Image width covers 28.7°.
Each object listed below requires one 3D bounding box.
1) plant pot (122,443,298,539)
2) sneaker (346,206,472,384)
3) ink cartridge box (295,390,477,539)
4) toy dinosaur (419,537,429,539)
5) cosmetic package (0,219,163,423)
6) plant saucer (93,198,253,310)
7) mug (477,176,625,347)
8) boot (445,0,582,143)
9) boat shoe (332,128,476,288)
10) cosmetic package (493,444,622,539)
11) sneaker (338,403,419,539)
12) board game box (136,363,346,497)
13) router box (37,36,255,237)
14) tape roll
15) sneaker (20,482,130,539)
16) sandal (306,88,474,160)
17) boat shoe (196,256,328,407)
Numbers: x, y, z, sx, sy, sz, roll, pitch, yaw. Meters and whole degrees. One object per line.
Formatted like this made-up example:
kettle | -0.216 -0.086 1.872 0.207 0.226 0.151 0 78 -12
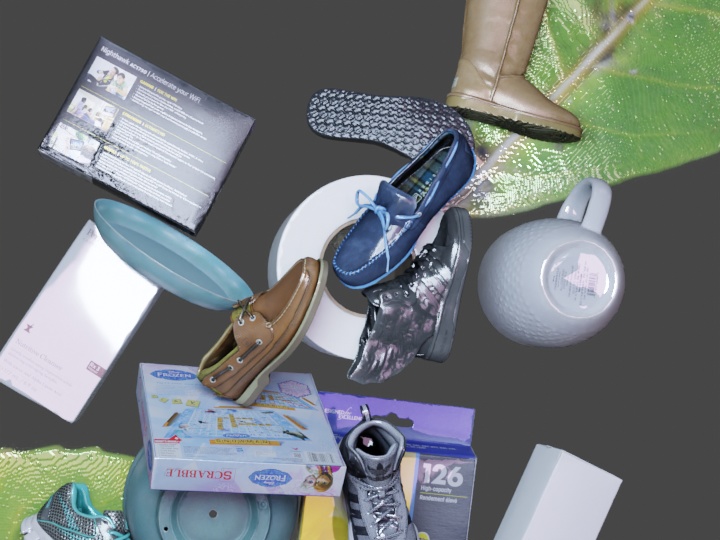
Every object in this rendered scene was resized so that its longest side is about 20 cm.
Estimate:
plant pot | -0.162 0.261 1.542 0.200 0.134 0.201 0 88 -7
sneaker | 0.051 0.025 1.478 0.104 0.060 0.200 10 90 -12
ink cartridge box | 0.031 0.248 1.613 0.197 0.047 0.200 7 88 -9
toy dinosaur | 0.050 0.348 1.549 0.200 0.058 0.101 8 69 -13
cosmetic package | -0.306 0.057 1.557 0.113 0.081 0.200 31 85 -4
plant saucer | -0.206 -0.012 1.519 0.200 0.200 0.027 32 98 -5
mug | 0.231 -0.011 1.585 0.148 0.175 0.200 22 85 -7
boot | 0.197 -0.264 1.648 0.175 0.066 0.200 16 83 -9
boat shoe | 0.036 -0.073 1.468 0.084 0.069 0.200 28 72 31
cosmetic package | 0.208 0.306 1.605 0.085 0.108 0.200 27 86 -6
sneaker | 0.020 0.242 1.501 0.075 0.114 0.200 -11 58 -11
board game box | -0.133 0.168 1.507 0.200 0.200 0.041 5 114 -15
router box | -0.239 -0.149 1.589 0.200 0.051 0.149 28 82 -6
tape roll | 0.000 0.000 1.572 0.202 0.139 0.203 0 87 -8
sneaker | -0.277 0.304 1.519 0.200 0.078 0.091 37 92 19
sandal | 0.038 -0.169 1.636 0.200 0.048 0.075 15 87 6
boat shoe | -0.104 0.060 1.456 0.068 0.072 0.200 25 118 -17
